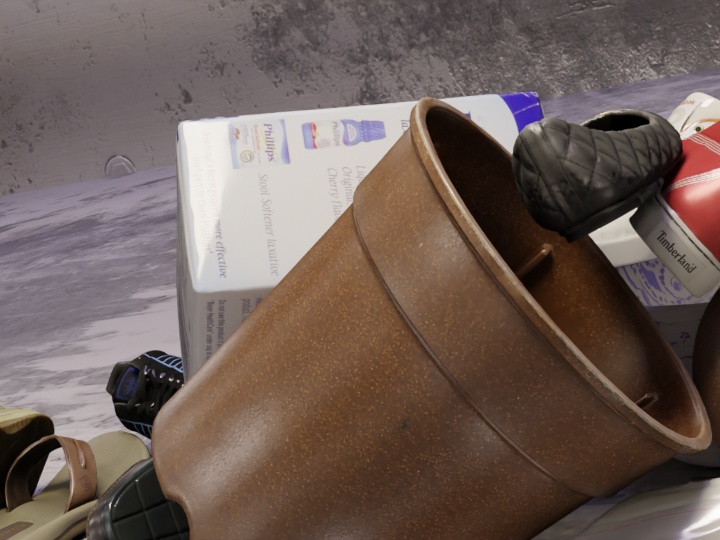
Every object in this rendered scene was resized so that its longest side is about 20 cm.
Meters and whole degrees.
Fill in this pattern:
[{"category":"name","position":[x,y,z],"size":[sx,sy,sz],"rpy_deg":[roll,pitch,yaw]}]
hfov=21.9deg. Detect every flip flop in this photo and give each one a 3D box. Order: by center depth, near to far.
[{"category":"flip flop","position":[-0.202,0.140,1.204],"size":[0.081,0.058,0.200],"rpy_deg":[-8,11,29]}]

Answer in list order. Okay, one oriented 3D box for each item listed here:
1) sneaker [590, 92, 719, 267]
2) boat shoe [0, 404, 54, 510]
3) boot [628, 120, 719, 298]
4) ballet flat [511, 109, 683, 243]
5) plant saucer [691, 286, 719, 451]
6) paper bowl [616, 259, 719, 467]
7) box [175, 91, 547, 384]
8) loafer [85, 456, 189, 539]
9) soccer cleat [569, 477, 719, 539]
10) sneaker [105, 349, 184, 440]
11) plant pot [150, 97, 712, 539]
[{"category":"sneaker","position":[0.177,-0.055,1.100],"size":[0.199,0.085,0.073],"rpy_deg":[-19,9,-22]},{"category":"boat shoe","position":[-0.257,0.119,1.223],"size":[0.063,0.074,0.201],"rpy_deg":[20,1,11]},{"category":"boot","position":[0.209,-0.062,0.954],"size":[0.144,0.072,0.200],"rpy_deg":[-43,2,11]},{"category":"ballet flat","position":[0.115,-0.060,0.894],"size":[0.066,0.057,0.200],"rpy_deg":[-27,4,17]},{"category":"plant saucer","position":[0.259,0.038,0.891],"size":[0.198,0.032,0.201],"rpy_deg":[-6,48,7]},{"category":"paper bowl","position":[0.226,0.042,1.045],"size":[0.199,0.105,0.201],"rpy_deg":[-13,9,2]},{"category":"box","position":[0.000,0.000,1.027],"size":[0.198,0.106,0.184],"rpy_deg":[-5,-27,-8]},{"category":"loafer","position":[-0.108,0.138,1.083],"size":[0.072,0.073,0.200],"rpy_deg":[-18,-3,24]},{"category":"soccer cleat","position":[0.161,0.115,0.812],"size":[0.199,0.070,0.078],"rpy_deg":[-18,23,-9]},{"category":"sneaker","position":[-0.125,0.093,1.262],"size":[0.077,0.071,0.200],"rpy_deg":[21,-7,-15]},{"category":"plant pot","position":[0.023,0.062,0.855],"size":[0.198,0.200,0.200],"rpy_deg":[-42,3,15]}]
